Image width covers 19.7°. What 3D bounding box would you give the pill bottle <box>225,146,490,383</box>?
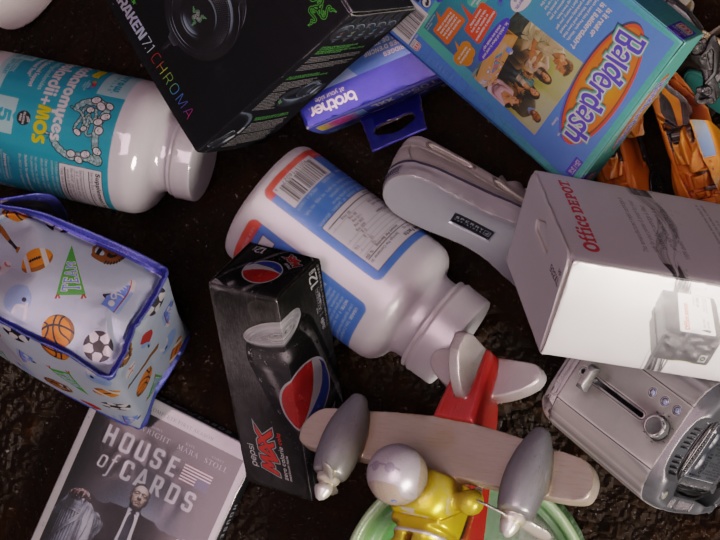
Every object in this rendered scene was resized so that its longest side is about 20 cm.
[{"bbox_3d":[0.000,0.000,1.661,0.200,0.112,0.112,38,98,10],"label":"pill bottle"}]

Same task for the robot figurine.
[{"bbox_3d":[0.219,-0.114,1.604,0.145,0.058,0.200,-11,109,29],"label":"robot figurine"}]

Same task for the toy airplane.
[{"bbox_3d":[0.059,0.141,1.534,0.200,0.141,0.199,-41,61,24],"label":"toy airplane"}]

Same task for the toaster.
[{"bbox_3d":[0.229,0.108,1.586,0.129,0.200,0.114,38,99,27],"label":"toaster"}]

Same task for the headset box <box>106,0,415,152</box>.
[{"bbox_3d":[-0.080,-0.219,1.602,0.200,0.093,0.174,-37,78,33],"label":"headset box"}]

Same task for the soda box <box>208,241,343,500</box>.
[{"bbox_3d":[-0.062,0.081,1.644,0.071,0.063,0.200,13,129,31],"label":"soda box"}]

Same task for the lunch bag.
[{"bbox_3d":[-0.249,0.023,1.679,0.200,0.170,0.124,23,72,11],"label":"lunch bag"}]

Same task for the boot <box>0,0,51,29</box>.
[{"bbox_3d":[-0.286,-0.310,1.752,0.090,0.073,0.200,33,107,37],"label":"boot"}]

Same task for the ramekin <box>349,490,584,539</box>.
[{"bbox_3d":[0.091,0.249,1.651,0.200,0.098,0.200,0,91,13],"label":"ramekin"}]

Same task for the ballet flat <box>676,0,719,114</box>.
[{"bbox_3d":[0.261,-0.177,1.635,0.200,0.071,0.065,34,70,7],"label":"ballet flat"}]

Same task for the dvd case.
[{"bbox_3d":[-0.189,0.207,1.751,0.150,0.025,0.200,25,97,11],"label":"dvd case"}]

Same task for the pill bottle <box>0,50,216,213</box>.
[{"bbox_3d":[-0.222,-0.111,1.710,0.200,0.111,0.111,12,93,12],"label":"pill bottle"}]

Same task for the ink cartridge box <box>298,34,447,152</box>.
[{"bbox_3d":[0.000,-0.197,1.679,0.136,0.076,0.200,-22,88,12],"label":"ink cartridge box"}]

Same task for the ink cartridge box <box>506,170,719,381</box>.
[{"bbox_3d":[0.220,0.007,1.516,0.200,0.145,0.084,10,117,-13],"label":"ink cartridge box"}]

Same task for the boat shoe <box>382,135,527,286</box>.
[{"bbox_3d":[0.113,-0.045,1.655,0.200,0.070,0.071,26,138,-8],"label":"boat shoe"}]

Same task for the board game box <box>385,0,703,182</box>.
[{"bbox_3d":[0.134,-0.180,1.559,0.200,0.045,0.152,43,120,12],"label":"board game box"}]
